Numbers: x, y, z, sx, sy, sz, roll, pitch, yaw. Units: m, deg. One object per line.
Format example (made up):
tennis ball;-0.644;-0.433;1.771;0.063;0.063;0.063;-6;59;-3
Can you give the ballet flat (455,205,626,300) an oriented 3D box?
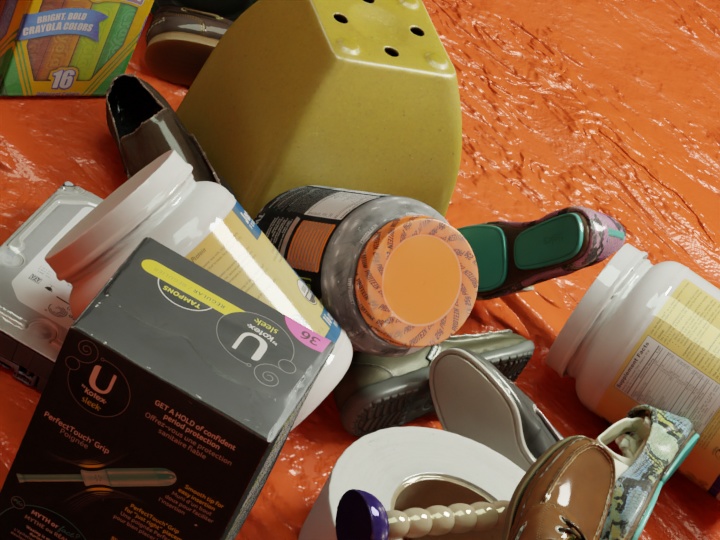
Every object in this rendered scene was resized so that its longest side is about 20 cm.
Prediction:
ballet flat;0.142;-0.011;1.831;0.071;0.200;0.069;12;72;-40

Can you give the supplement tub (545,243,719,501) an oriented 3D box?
supplement tub;0.268;0.083;1.800;0.200;0.146;0.145;35;36;11

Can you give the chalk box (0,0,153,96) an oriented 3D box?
chalk box;-0.250;-0.261;1.847;0.124;0.200;0.124;-4;45;-36

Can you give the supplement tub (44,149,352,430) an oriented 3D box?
supplement tub;-0.117;0.028;1.569;0.200;0.145;0.145;51;34;-10

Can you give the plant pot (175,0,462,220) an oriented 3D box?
plant pot;-0.022;-0.132;1.835;0.195;0.200;0.195;5;41;-26

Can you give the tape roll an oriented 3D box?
tape roll;0.058;0.208;1.572;0.202;0.071;0.203;18;36;-13

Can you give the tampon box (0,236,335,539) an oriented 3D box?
tampon box;-0.134;0.111;1.457;0.150;0.200;0.126;30;35;3

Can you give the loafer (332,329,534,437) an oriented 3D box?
loafer;0.056;0.074;1.735;0.200;0.075;0.070;-10;54;-40

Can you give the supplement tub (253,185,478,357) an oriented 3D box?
supplement tub;0.000;0.000;1.676;0.122;0.123;0.200;5;4;-28

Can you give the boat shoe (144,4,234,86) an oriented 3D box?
boat shoe;-0.096;-0.192;1.972;0.199;0.070;0.070;19;40;-11

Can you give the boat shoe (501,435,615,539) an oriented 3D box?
boat shoe;0.130;0.196;1.477;0.072;0.068;0.200;39;63;-17

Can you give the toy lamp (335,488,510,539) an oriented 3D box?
toy lamp;0.079;0.172;1.525;0.199;0.058;0.058;1;43;-30

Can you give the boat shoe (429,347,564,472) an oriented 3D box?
boat shoe;0.124;0.141;1.683;0.200;0.067;0.057;53;25;2

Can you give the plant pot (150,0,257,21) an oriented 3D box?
plant pot;-0.131;-0.296;2.001;0.200;0.200;0.135;17;63;-14

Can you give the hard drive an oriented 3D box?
hard drive;-0.214;0.018;1.664;0.139;0.038;0.200;30;36;4

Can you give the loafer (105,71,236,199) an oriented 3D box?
loafer;-0.167;-0.090;1.784;0.073;0.071;0.200;-36;48;-3

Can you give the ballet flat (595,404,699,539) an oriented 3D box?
ballet flat;0.199;0.159;1.658;0.074;0.074;0.200;33;27;8
